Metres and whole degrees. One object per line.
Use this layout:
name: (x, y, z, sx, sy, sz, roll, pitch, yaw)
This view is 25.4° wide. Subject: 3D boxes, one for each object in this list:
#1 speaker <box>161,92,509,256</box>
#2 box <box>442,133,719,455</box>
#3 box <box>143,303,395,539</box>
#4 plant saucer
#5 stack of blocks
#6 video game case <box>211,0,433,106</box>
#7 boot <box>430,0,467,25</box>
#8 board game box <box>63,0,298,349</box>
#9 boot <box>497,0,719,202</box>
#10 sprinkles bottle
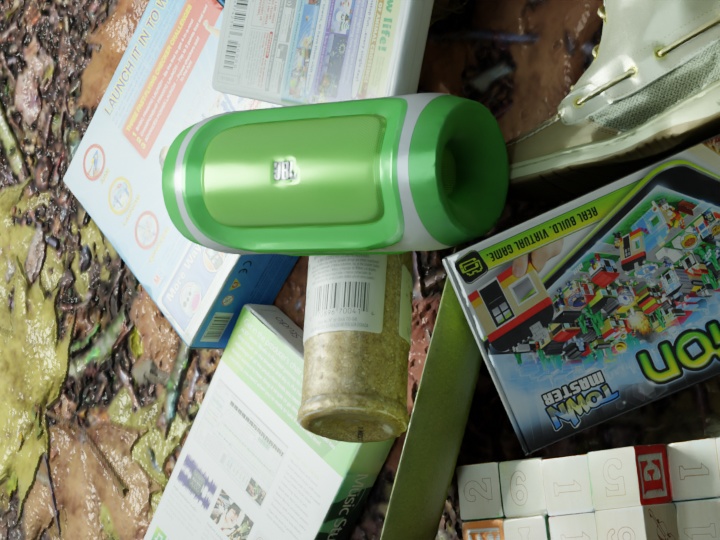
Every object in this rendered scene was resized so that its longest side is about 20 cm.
speaker: (-0.018, -0.053, 0.906, 0.199, 0.088, 0.089, -1, 87, 37)
box: (0.154, 0.003, 0.802, 0.199, 0.035, 0.111, -25, 87, 10)
box: (-0.064, 0.144, 1.077, 0.144, 0.036, 0.201, 40, 115, 37)
plant saucer: (0.044, 0.083, 0.903, 0.031, 0.200, 0.202, 14, 98, 4)
stack of blocks: (0.162, 0.118, 0.811, 0.199, 0.115, 0.059, -13, 78, 41)
video game case: (-0.016, -0.198, 0.978, 0.181, 0.022, 0.202, 17, 99, 48)
boot: (0.058, -0.184, 0.975, 0.199, 0.073, 0.076, 13, 115, 46)
board game box: (-0.105, -0.083, 1.117, 0.196, 0.056, 0.201, 49, 119, 34)
boot: (0.143, -0.132, 0.876, 0.199, 0.072, 0.156, -22, 73, 35)
sprinkles bottle: (0.000, 0.000, 0.969, 0.068, 0.068, 0.202, -18, 59, 41)
